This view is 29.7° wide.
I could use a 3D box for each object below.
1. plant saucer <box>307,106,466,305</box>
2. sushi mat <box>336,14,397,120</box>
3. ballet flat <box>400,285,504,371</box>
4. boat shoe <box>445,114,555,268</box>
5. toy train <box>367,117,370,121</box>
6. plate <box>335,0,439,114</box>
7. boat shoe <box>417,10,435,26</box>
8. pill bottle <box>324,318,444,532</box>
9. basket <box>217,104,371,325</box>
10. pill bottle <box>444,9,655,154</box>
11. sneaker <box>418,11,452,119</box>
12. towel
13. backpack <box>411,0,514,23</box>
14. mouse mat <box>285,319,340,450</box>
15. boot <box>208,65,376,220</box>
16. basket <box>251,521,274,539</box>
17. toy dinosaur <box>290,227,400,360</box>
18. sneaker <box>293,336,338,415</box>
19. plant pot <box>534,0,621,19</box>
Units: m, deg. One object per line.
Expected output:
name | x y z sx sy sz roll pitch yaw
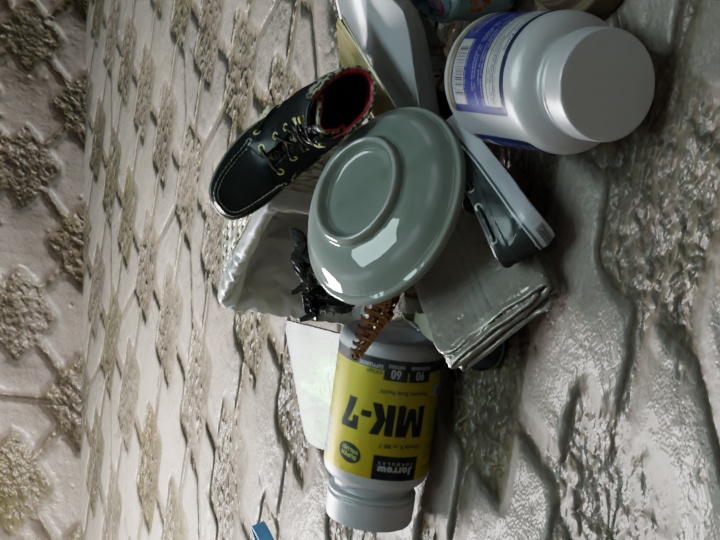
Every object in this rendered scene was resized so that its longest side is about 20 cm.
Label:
plant saucer | 0.010 -0.069 1.291 0.198 0.050 0.203 -21 57 37
sushi mat | 0.023 -0.167 1.419 0.202 0.012 0.096 61 170 25
ballet flat | 0.081 0.041 1.378 0.200 0.072 0.074 -128 49 -62
boat shoe | 0.113 -0.078 1.267 0.056 0.069 0.201 -39 41 7
toy train | 0.018 -0.233 1.574 0.201 0.034 0.046 89 161 -61
plate | 0.028 -0.229 1.381 0.201 0.032 0.201 54 165 45
boat shoe | 0.059 -0.357 1.558 0.072 0.065 0.203 -145 64 -66
pill bottle | 0.022 0.162 1.424 0.114 0.113 0.203 -145 60 -66
basket | -0.052 -0.060 1.573 0.199 0.197 0.163 122 149 -47
pill bottle | 0.162 -0.162 1.163 0.200 0.118 0.122 -155 73 -67
sneaker | 0.087 -0.204 1.453 0.084 0.072 0.203 -38 55 46
towel | 0.112 -0.004 1.293 0.132 0.034 0.201 -38 39 19
backpack | 0.085 -0.345 1.388 0.200 0.148 0.180 -136 43 -53
mouse mat | -0.023 0.145 1.564 0.199 0.007 0.163 10 113 54
boot | -0.069 -0.132 1.362 0.203 0.074 0.154 -43 9 -6
basket | -0.073 0.404 1.537 0.176 0.137 0.202 -131 21 -62
toy dinosaur | 0.000 0.000 1.386 0.201 0.133 0.104 -76 -19 -63
sneaker | -0.014 0.128 1.614 0.200 0.075 0.089 -46 58 60
plant pot | 0.178 -0.327 1.209 0.200 0.091 0.204 -173 90 -68
